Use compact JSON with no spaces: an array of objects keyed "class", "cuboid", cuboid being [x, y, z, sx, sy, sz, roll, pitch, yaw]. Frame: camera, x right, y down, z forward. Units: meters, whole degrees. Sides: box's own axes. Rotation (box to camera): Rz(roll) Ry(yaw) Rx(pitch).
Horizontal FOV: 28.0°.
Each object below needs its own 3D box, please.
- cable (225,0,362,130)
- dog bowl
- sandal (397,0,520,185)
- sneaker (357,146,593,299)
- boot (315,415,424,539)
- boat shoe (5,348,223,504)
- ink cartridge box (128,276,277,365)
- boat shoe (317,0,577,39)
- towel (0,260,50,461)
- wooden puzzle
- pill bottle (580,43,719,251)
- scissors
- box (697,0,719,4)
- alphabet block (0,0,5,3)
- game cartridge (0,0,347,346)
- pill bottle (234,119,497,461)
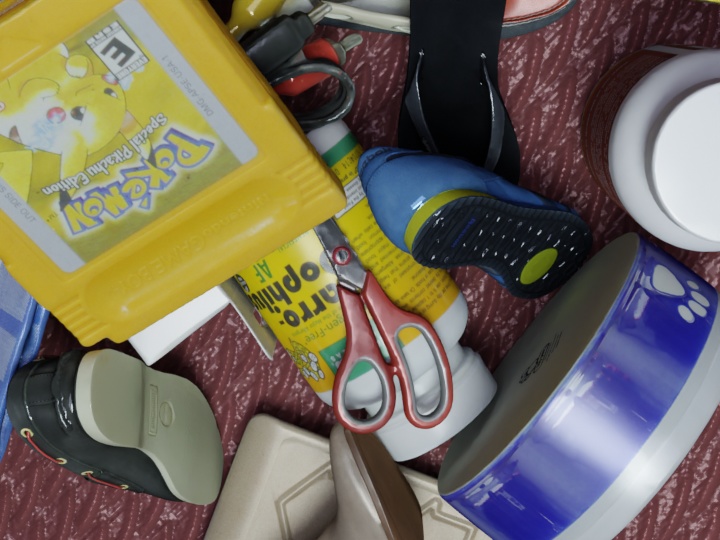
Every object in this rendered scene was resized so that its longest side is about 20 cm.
[{"class":"cable","cuboid":[-0.085,-0.100,0.837,0.200,0.050,0.097,-34,115,-4]},{"class":"dog bowl","cuboid":[0.134,0.077,0.861,0.079,0.200,0.200,37,99,-3]},{"class":"sandal","cuboid":[0.057,-0.103,0.878,0.076,0.043,0.201,-6,126,4]},{"class":"sneaker","cuboid":[0.072,-0.036,0.874,0.066,0.200,0.078,-53,56,17]},{"class":"boot","cuboid":[-0.021,0.197,0.898,0.146,0.070,0.200,-22,107,19]},{"class":"boat shoe","cuboid":[-0.144,0.098,0.894,0.063,0.201,0.074,-7,67,19]},{"class":"ink cartridge box","cuboid":[-0.136,-0.016,0.892,0.067,0.117,0.200,-36,97,4]},{"class":"boat shoe","cuboid":[0.040,-0.179,0.887,0.199,0.063,0.071,3,99,0]},{"class":"towel","cuboid":[-0.268,0.016,0.894,0.200,0.024,0.147,28,105,34]},{"class":"wooden puzzle","cuboid":[-0.010,0.209,0.971,0.199,0.046,0.186,22,100,2]},{"class":"pill bottle","cuboid":[0.193,-0.072,0.832,0.112,0.200,0.113,0,100,2]},{"class":"scissors","cuboid":[0.000,0.000,0.835,0.073,0.014,0.201,-15,94,-8]},{"class":"box","cuboid":[0.245,-0.190,0.875,0.199,0.070,0.065,8,103,0]},{"class":"alphabet block","cuboid":[-0.271,-0.187,0.778,0.200,0.195,0.197,-33,85,37]},{"class":"game cartridge","cuboid":[-0.129,-0.062,0.762,0.176,0.032,0.200,-31,125,10]},{"class":"pill bottle","cuboid":[-0.004,0.014,0.897,0.113,0.113,0.200,-33,98,7]}]
